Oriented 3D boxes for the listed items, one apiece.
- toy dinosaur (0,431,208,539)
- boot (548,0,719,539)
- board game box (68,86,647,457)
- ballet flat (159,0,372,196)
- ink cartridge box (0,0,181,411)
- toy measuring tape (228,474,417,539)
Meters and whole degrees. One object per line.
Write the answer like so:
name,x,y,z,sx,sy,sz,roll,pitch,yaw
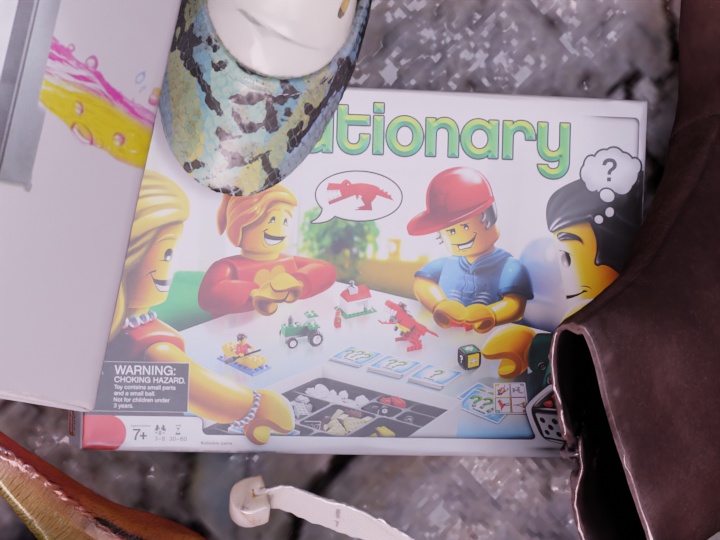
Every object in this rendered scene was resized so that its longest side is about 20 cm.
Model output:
toy dinosaur,-0.035,0.115,0.986,0.181,0.105,0.202,-10,87,-38
boot,0.118,-0.007,0.990,0.166,0.072,0.201,-25,107,-51
board game box,0.000,0.000,1.021,0.198,0.035,0.127,1,91,-13
ballet flat,-0.017,-0.125,0.977,0.074,0.074,0.201,19,75,-13
ink cartridge box,-0.147,-0.072,0.922,0.145,0.147,0.202,12,90,-21
toy measuring tape,0.042,0.130,0.960,0.199,0.074,0.074,19,88,4
